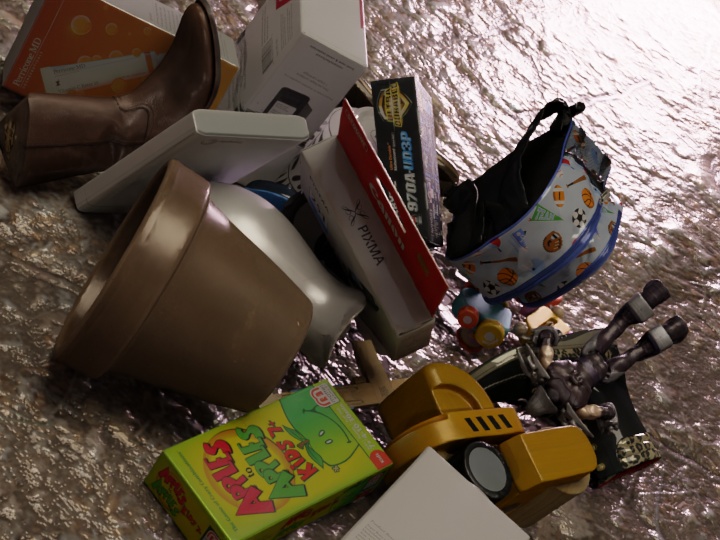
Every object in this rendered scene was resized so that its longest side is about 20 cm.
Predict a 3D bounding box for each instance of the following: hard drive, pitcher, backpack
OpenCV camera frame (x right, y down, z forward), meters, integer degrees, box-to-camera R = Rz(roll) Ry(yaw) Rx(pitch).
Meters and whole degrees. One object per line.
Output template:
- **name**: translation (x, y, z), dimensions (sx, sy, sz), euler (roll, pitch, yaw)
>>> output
- **hard drive**: translation (-0.160, -0.099, 1.640), dimensions (0.132, 0.200, 0.027), euler (-1, 72, -43)
- **pitcher**: translation (-0.094, 0.006, 1.664), dimensions (0.200, 0.121, 0.172), euler (34, -4, 2)
- **backpack**: translation (0.174, -0.049, 1.820), dimensions (0.154, 0.200, 0.191), euler (45, 33, -7)

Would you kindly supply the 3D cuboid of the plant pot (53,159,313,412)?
- **plant pot**: translation (-0.142, 0.032, 1.508), dimensions (0.174, 0.200, 0.201), euler (32, 35, -13)

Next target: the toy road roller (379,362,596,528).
- **toy road roller**: translation (0.104, 0.163, 1.619), dimensions (0.199, 0.123, 0.146), euler (-1, 60, -43)

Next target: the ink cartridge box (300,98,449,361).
- **ink cartridge box**: translation (0.008, -0.033, 1.591), dimensions (0.045, 0.176, 0.200), euler (-25, 75, -11)

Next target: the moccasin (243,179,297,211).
- **moccasin**: translation (-0.030, -0.040, 1.792), dimensions (0.200, 0.081, 0.068), euler (35, 20, -11)

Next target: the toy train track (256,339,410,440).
- **toy train track**: translation (-0.019, 0.126, 1.656), dimensions (0.199, 0.033, 0.115), euler (-4, 59, -37)

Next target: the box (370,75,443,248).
- **box**: translation (0.049, -0.102, 1.741), dimensions (0.200, 0.046, 0.160), euler (-1, 86, -83)

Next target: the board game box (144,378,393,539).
- **board game box**: translation (-0.076, 0.174, 1.512), dimensions (0.200, 0.048, 0.102), euler (-21, 65, -44)

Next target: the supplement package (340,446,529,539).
- **supplement package**: translation (0.031, 0.263, 1.458), dimensions (0.121, 0.120, 0.200), euler (41, 35, 8)

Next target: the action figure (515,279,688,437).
- **action figure**: translation (0.236, 0.094, 1.750), dimensions (0.200, 0.069, 0.130), euler (-33, 93, -20)

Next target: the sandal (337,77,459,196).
- **sandal**: translation (0.041, -0.167, 1.991), dimensions (0.200, 0.082, 0.055), euler (40, 61, -2)

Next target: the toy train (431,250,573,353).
- **toy train**: translation (0.152, 0.039, 1.891), dimensions (0.199, 0.056, 0.150), euler (5, 41, -40)

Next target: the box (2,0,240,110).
- **box**: translation (-0.238, -0.207, 1.739), dimensions (0.199, 0.125, 0.098), euler (24, 19, -18)

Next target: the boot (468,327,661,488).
- **boot**: translation (0.205, 0.149, 1.788), dimensions (0.203, 0.073, 0.154), euler (-13, 71, -30)

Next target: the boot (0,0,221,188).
- **boot**: translation (-0.237, -0.165, 1.637), dimensions (0.199, 0.187, 0.064), euler (-3, 27, -28)

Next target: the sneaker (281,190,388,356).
- **sneaker**: translation (0.000, 0.000, 1.715), dimensions (0.074, 0.079, 0.200), euler (-44, 104, -16)

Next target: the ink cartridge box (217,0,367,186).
- **ink cartridge box**: translation (-0.083, -0.201, 1.825), dimensions (0.083, 0.200, 0.146), euler (25, 36, -24)

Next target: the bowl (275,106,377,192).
- **bowl**: translation (0.005, -0.113, 1.895), dimensions (0.200, 0.094, 0.201), euler (23, 37, -19)
